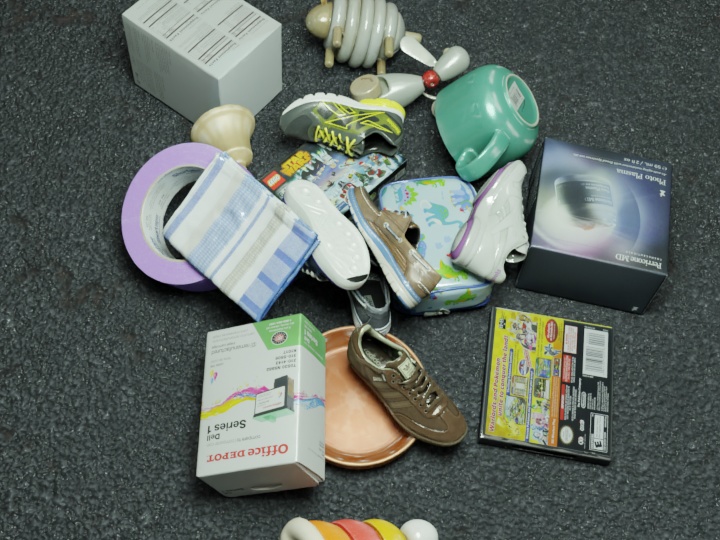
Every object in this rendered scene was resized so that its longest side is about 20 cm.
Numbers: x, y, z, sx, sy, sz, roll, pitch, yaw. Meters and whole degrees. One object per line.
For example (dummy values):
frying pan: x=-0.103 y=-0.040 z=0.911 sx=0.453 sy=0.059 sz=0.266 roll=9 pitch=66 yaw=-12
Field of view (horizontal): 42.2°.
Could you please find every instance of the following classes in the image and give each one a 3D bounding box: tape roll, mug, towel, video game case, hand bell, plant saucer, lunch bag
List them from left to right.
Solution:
tape roll: x=-0.236 y=-0.074 z=1.322 sx=0.197 sy=0.066 sz=0.203 roll=-3 pitch=78 yaw=16
towel: x=-0.163 y=-0.047 z=1.246 sx=0.199 sy=0.024 sz=0.147 roll=40 pitch=95 yaw=19
hand bell: x=-0.175 y=-0.137 z=1.379 sx=0.103 sy=0.105 sz=0.202 roll=-17 pitch=59 yaw=-13
plant saucer: x=-0.005 y=0.172 z=1.263 sx=0.197 sy=0.032 sz=0.203 roll=2 pitch=59 yaw=-3
lunch bag: x=0.112 y=-0.037 z=1.363 sx=0.158 sy=0.083 sz=0.202 roll=-8 pitch=61 yaw=-7
mug: x=0.205 y=-0.220 z=1.420 sx=0.151 sy=0.114 sz=0.188 roll=13 pitch=60 yaw=-47
video game case: x=0.260 y=0.157 z=1.295 sx=0.178 sy=0.026 sz=0.202 roll=10 pitch=60 yaw=1

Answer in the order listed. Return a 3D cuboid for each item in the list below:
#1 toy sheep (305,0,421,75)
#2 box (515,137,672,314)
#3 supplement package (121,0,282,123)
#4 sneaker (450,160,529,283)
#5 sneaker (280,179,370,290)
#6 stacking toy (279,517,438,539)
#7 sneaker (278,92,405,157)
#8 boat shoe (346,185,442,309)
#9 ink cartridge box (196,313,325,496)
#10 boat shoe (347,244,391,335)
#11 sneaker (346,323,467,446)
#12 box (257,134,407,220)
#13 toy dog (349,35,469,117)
toy sheep: x=0.005 y=-0.395 z=1.542 sx=0.197 sy=0.138 sz=0.140 roll=10 pitch=58 yaw=-15
box: x=0.345 y=-0.067 z=1.376 sx=0.197 sy=0.124 sz=0.201 roll=11 pitch=61 yaw=3
supplement package: x=-0.245 y=-0.342 z=1.475 sx=0.199 sy=0.152 sz=0.151 roll=34 pitch=62 yaw=15
sneaker: x=0.200 y=-0.067 z=1.320 sx=0.099 sy=0.075 sz=0.201 roll=32 pitch=62 yaw=-4
sneaker: x=-0.066 y=-0.012 z=1.304 sx=0.080 sy=0.147 sz=0.201 roll=-11 pitch=52 yaw=-34
stacking toy: x=0.010 y=0.351 z=1.126 sx=0.198 sy=0.147 sz=0.147 roll=-9 pitch=58 yaw=-31
sneaker: x=-0.025 y=-0.216 z=1.416 sx=0.197 sy=0.075 sz=0.086 roll=-3 pitch=59 yaw=-5
boat shoe: x=0.048 y=-0.044 z=1.281 sx=0.072 sy=0.072 sz=0.201 roll=-32 pitch=65 yaw=6
ink cartridge box: x=-0.124 y=0.173 z=1.196 sx=0.143 sy=0.084 sz=0.203 roll=-12 pitch=58 yaw=18
boat shoe: x=0.000 y=0.000 z=1.327 sx=0.071 sy=0.068 sz=0.202 roll=-6 pitch=47 yaw=-11
sneaker: x=0.058 y=0.150 z=1.218 sx=0.199 sy=0.076 sz=0.070 roll=38 pitch=64 yaw=17
box: x=-0.042 y=-0.145 z=1.440 sx=0.137 sy=0.040 sz=0.200 roll=39 pitch=65 yaw=19
toy dog: x=0.069 y=-0.306 z=1.498 sx=0.197 sy=0.133 sz=0.097 roll=-14 pitch=46 yaw=-15
